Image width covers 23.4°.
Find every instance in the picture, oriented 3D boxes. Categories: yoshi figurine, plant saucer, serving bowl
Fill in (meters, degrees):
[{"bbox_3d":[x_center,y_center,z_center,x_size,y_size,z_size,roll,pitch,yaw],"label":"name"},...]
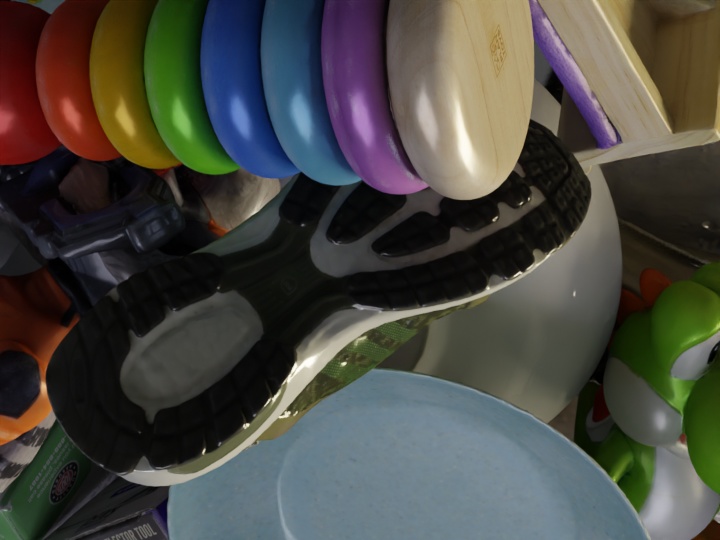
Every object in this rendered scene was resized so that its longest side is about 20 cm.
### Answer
[{"bbox_3d":[0.140,0.086,0.722,0.112,0.113,0.200,15,141,8],"label":"yoshi figurine"},{"bbox_3d":[0.023,0.109,0.694,0.200,0.039,0.202,8,125,12],"label":"plant saucer"},{"bbox_3d":[0.000,0.000,0.700,0.199,0.066,0.201,10,116,22],"label":"serving bowl"}]

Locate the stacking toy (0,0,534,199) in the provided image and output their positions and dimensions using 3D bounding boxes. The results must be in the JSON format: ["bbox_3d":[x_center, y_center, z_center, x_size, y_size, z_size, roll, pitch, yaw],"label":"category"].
[{"bbox_3d":[-0.051,-0.064,0.544,0.199,0.086,0.085,1,147,23],"label":"stacking toy"}]

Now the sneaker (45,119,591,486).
[{"bbox_3d":[-0.013,0.011,0.590,0.200,0.077,0.089,-28,163,-16],"label":"sneaker"}]

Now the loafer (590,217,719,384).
[{"bbox_3d":[0.149,0.022,0.782,0.200,0.068,0.076,32,145,-1],"label":"loafer"}]

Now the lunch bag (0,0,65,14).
[{"bbox_3d":[-0.132,-0.142,0.583,0.199,0.094,0.151,7,129,-14],"label":"lunch bag"}]

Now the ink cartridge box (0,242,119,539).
[{"bbox_3d":[-0.146,0.093,0.899,0.087,0.146,0.200,20,153,22],"label":"ink cartridge box"}]

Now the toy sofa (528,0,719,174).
[{"bbox_3d":[0.045,-0.120,0.574,0.097,0.083,0.200,-10,142,29],"label":"toy sofa"}]

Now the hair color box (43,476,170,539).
[{"bbox_3d":[-0.054,0.095,0.835,0.109,0.200,0.065,-26,99,44],"label":"hair color box"}]

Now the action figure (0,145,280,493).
[{"bbox_3d":[-0.113,0.006,0.651,0.193,0.200,0.105,-36,117,-2],"label":"action figure"}]
